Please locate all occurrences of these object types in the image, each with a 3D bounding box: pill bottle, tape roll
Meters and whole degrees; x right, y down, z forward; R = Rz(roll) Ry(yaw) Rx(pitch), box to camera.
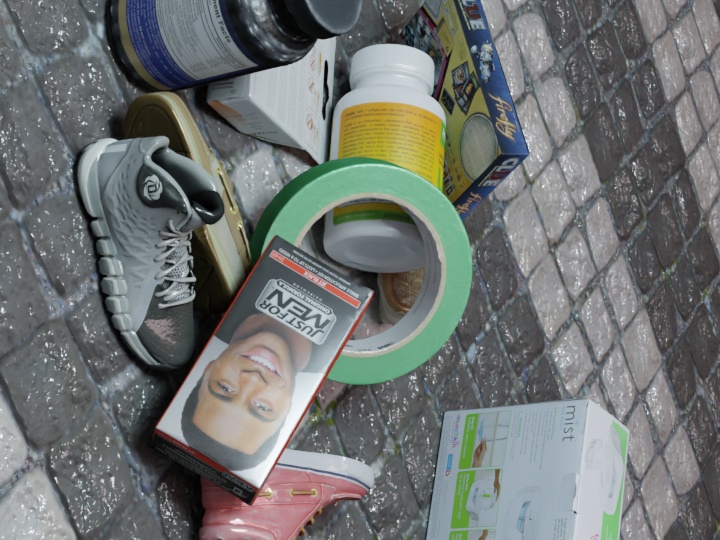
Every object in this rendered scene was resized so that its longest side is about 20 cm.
[{"bbox_3d":[-0.102,-0.217,1.478,0.112,0.199,0.113,16,70,-52],"label":"pill bottle"},{"bbox_3d":[0.026,-0.109,1.716,0.111,0.111,0.201,28,59,-49],"label":"pill bottle"},{"bbox_3d":[0.000,0.000,1.607,0.199,0.048,0.202,-3,101,-15],"label":"tape roll"}]

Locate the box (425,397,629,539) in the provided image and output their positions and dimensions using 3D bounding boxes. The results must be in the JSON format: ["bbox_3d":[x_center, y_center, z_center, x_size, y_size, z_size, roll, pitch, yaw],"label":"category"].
[{"bbox_3d":[0.164,0.240,1.787,0.097,0.176,0.201,37,53,-45],"label":"box"}]

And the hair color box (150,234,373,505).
[{"bbox_3d":[-0.081,0.082,1.490,0.101,0.061,0.201,29,66,1],"label":"hair color box"}]

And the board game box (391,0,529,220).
[{"bbox_3d":[0.092,-0.168,1.759,0.034,0.135,0.201,-2,65,-30],"label":"board game box"}]

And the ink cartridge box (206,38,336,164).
[{"bbox_3d":[-0.079,-0.196,1.663,0.200,0.050,0.163,45,46,-65],"label":"ink cartridge box"}]

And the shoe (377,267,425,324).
[{"bbox_3d":[0.045,-0.039,1.791,0.070,0.053,0.201,14,62,-11],"label":"shoe"}]

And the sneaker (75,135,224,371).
[{"bbox_3d":[-0.152,-0.015,1.438,0.075,0.115,0.201,-36,113,-52],"label":"sneaker"}]

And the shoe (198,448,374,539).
[{"bbox_3d":[-0.065,0.204,1.562,0.200,0.071,0.092,18,70,-47],"label":"shoe"}]

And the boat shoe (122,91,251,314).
[{"bbox_3d":[-0.143,-0.064,1.508,0.066,0.074,0.201,-49,133,-51],"label":"boat shoe"}]
